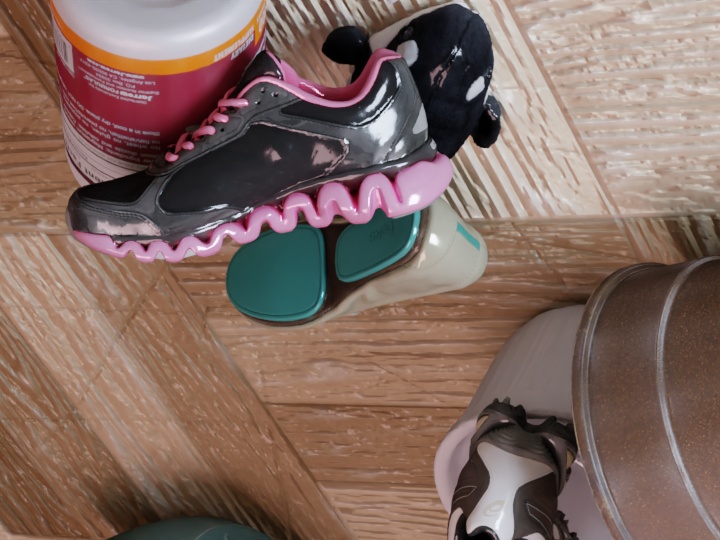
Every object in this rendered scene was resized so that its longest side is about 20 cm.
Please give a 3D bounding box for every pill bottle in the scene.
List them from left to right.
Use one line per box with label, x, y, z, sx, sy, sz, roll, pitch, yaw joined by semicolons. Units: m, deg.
pill bottle;-0.106;-0.099;1.398;0.113;0.113;0.200;19;146;11

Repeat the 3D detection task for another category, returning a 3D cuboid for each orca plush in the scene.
orca plush;0.003;-0.070;1.400;0.105;0.071;0.200;42;143;-21

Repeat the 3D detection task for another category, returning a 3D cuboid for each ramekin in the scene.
ramekin;0.152;0.110;1.518;0.200;0.098;0.201;18;144;13

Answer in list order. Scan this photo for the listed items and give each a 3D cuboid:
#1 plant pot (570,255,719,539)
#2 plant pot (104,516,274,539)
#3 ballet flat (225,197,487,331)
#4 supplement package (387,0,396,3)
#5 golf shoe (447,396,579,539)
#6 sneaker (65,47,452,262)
plant pot;0.246;0.066;1.328;0.198;0.201;0.200;-21;125;39
plant pot;-0.122;0.265;1.825;0.200;0.201;0.161;40;132;-19
ballet flat;0.000;0.000;1.501;0.069;0.070;0.200;43;150;-23
supplement package;0.057;-0.232;1.077;0.111;0.156;0.200;38;143;-18
golf shoe;0.077;0.160;1.464;0.078;0.095;0.200;14;145;16
sneaker;-0.057;-0.064;1.326;0.199;0.079;0.096;-12;109;0
